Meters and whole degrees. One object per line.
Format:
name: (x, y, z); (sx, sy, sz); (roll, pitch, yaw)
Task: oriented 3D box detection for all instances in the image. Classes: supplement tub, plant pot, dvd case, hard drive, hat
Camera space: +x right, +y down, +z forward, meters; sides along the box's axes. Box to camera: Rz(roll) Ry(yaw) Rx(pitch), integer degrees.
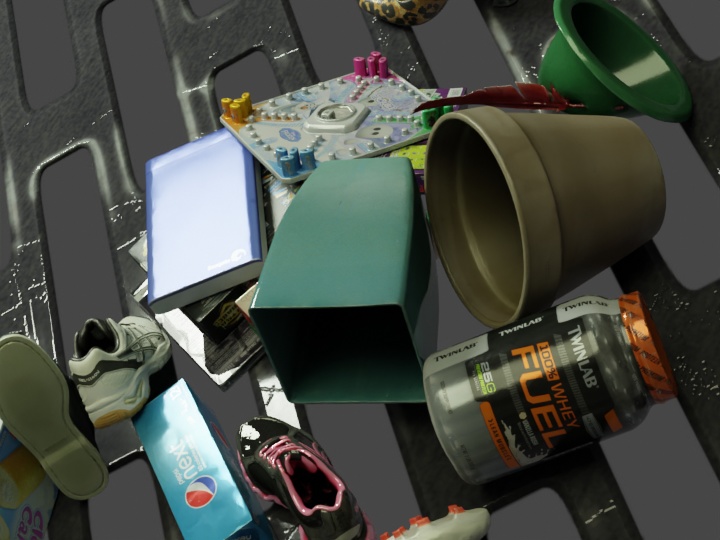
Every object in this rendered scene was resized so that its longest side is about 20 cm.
supplement tub: (0.163, 0.097, 1.358); (0.198, 0.123, 0.123); (-23, 46, 13)
plant pot: (0.000, 0.000, 1.452); (0.140, 0.142, 0.201); (-2, 49, 16)
plant pot: (0.176, -0.064, 1.438); (0.172, 0.201, 0.200); (-15, 41, -18)
dvd case: (-0.142, 0.025, 1.672); (0.149, 0.016, 0.200); (-44, 47, -7)
hard drive: (-0.164, -0.059, 1.654); (0.131, 0.025, 0.201); (-21, 48, 15)
hat: (0.202, -0.165, 1.578); (0.176, 0.200, 0.165); (-49, -9, 32)

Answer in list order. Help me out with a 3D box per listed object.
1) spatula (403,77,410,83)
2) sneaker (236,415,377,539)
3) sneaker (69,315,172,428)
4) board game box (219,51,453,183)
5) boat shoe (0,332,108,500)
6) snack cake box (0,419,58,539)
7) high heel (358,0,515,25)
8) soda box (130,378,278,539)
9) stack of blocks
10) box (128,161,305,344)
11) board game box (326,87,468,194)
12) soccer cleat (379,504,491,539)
spatula: (-0.021, -0.144, 1.732); (0.200, 0.021, 0.056); (-43, 44, -4)
sneaker: (-0.057, 0.182, 1.432); (0.079, 0.096, 0.200); (-35, 44, -14)
sneaker: (-0.246, 0.077, 1.603); (0.075, 0.088, 0.200); (-24, 19, 8)
board game box: (-0.026, -0.165, 1.644); (0.198, 0.026, 0.200); (-20, 30, -17)
boat shoe: (-0.309, 0.134, 1.561); (0.074, 0.200, 0.066); (-30, 30, 0)
snack cake box: (-0.366, 0.238, 1.562); (0.067, 0.115, 0.202); (-7, 52, 25)
high heel: (0.066, -0.347, 1.762); (0.198, 0.143, 0.072); (-3, 53, 28)
soda box: (-0.149, 0.200, 1.500); (0.068, 0.064, 0.200); (-35, 44, 1)
stack of blocks: (-0.009, 0.013, 1.563); (0.200, 0.059, 0.115); (-42, 54, -10)
box: (-0.130, -0.040, 1.670); (0.200, 0.046, 0.159); (-45, 47, -7)
board game box: (0.037, -0.134, 1.622); (0.119, 0.033, 0.201); (3, 32, 14)
soccer cleat: (0.028, 0.265, 1.350); (0.199, 0.069, 0.078); (-25, 86, -6)
